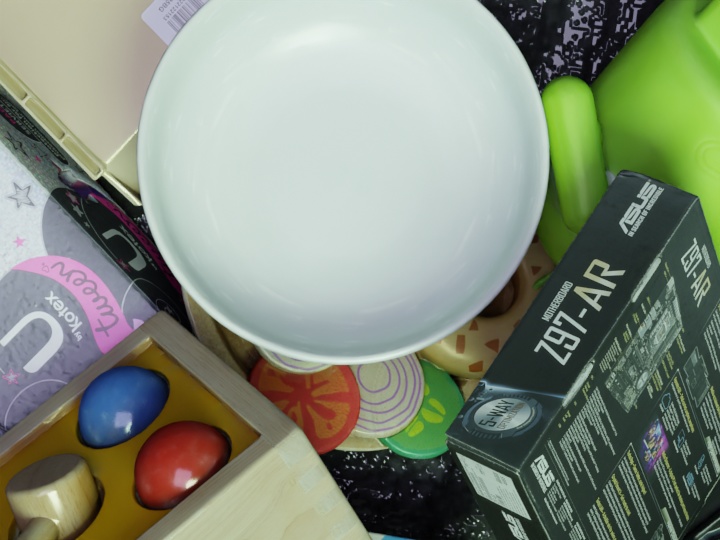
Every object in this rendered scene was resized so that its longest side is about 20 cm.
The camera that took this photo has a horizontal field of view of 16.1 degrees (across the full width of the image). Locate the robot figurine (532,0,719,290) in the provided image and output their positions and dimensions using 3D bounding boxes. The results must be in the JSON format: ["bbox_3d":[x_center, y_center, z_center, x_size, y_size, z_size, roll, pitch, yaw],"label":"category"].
[{"bbox_3d":[0.163,-0.060,1.277,0.116,0.175,0.200,54,129,18],"label":"robot figurine"}]

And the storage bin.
[{"bbox_3d":[-0.113,-0.171,1.325,0.200,0.094,0.199,-44,91,7],"label":"storage bin"}]

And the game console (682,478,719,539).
[{"bbox_3d":[0.195,0.120,1.365,0.200,0.117,0.176,-40,121,8],"label":"game console"}]

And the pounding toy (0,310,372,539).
[{"bbox_3d":[-0.119,0.130,1.185,0.200,0.184,0.143,-38,124,-12],"label":"pounding toy"}]

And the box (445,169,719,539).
[{"bbox_3d":[0.123,0.072,1.219,0.043,0.200,0.161,23,69,30],"label":"box"}]

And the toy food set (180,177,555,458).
[{"bbox_3d":[0.000,0.000,1.316,0.198,0.049,0.200,-41,98,-21],"label":"toy food set"}]

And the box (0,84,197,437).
[{"bbox_3d":[-0.189,0.003,1.338,0.132,0.115,0.200,-43,91,8],"label":"box"}]

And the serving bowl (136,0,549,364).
[{"bbox_3d":[-0.009,-0.051,1.245,0.199,0.066,0.202,0,82,-1],"label":"serving bowl"}]

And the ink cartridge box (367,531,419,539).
[{"bbox_3d":[0.007,0.237,1.306,0.128,0.201,0.126,8,55,5],"label":"ink cartridge box"}]
